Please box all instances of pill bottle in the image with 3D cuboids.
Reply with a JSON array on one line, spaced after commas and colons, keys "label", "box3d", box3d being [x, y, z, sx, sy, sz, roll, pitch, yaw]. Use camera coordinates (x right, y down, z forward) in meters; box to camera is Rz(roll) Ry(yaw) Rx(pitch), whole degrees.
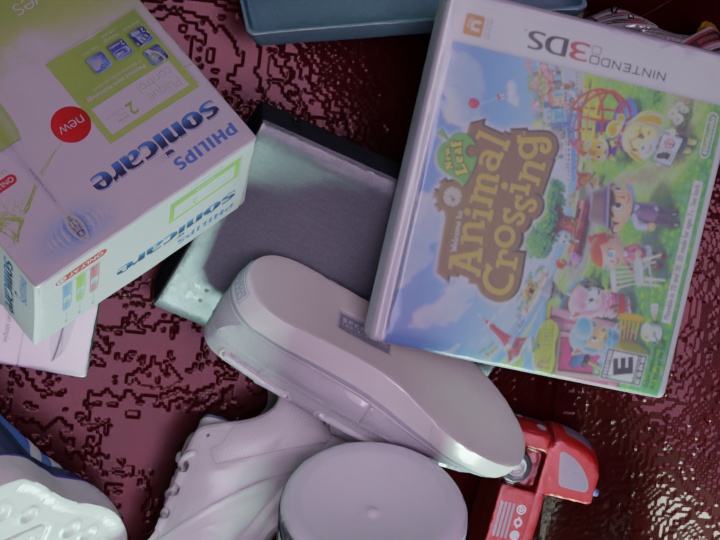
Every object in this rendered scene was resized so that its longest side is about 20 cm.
[{"label": "pill bottle", "box3d": [0.000, 0.202, 1.306, 0.106, 0.106, 0.200, -4, 132, -11]}]

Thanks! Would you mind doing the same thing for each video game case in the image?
[{"label": "video game case", "box3d": [0.110, -0.042, 1.277, 0.181, 0.022, 0.201, 12, 95, -17]}]

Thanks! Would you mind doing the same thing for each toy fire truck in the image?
[{"label": "toy fire truck", "box3d": [0.124, 0.198, 1.391, 0.141, 0.049, 0.201, 15, 94, -14]}]

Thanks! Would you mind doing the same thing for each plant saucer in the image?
[{"label": "plant saucer", "box3d": [0.027, -0.162, 1.318, 0.199, 0.070, 0.019, -5, 138, -11]}]

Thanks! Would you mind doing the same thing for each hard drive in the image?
[{"label": "hard drive", "box3d": [0.000, 0.000, 1.312, 0.199, 0.033, 0.140, 23, 121, -17]}]

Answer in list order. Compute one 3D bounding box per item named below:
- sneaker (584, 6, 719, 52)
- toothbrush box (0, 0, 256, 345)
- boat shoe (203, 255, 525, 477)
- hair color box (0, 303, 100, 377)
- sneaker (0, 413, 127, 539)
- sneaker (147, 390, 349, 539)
[{"label": "sneaker", "box3d": [0.132, -0.110, 1.341, 0.199, 0.078, 0.082, 0, 62, -17]}, {"label": "toothbrush box", "box3d": [-0.174, -0.087, 1.215, 0.145, 0.086, 0.200, -35, 77, -20]}, {"label": "boat shoe", "box3d": [0.001, 0.068, 1.300, 0.200, 0.072, 0.069, 28, 131, -22]}, {"label": "hair color box", "box3d": [-0.243, -0.012, 1.279, 0.199, 0.065, 0.110, 11, 94, -11]}, {"label": "sneaker", "box3d": [-0.219, 0.109, 1.286, 0.081, 0.200, 0.146, -45, 64, -5]}, {"label": "sneaker", "box3d": [-0.085, 0.137, 1.335, 0.200, 0.074, 0.087, -43, 96, -13]}]
